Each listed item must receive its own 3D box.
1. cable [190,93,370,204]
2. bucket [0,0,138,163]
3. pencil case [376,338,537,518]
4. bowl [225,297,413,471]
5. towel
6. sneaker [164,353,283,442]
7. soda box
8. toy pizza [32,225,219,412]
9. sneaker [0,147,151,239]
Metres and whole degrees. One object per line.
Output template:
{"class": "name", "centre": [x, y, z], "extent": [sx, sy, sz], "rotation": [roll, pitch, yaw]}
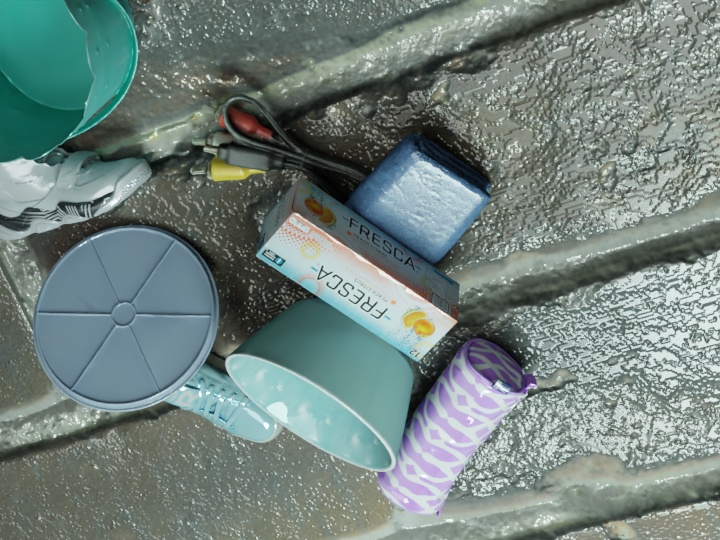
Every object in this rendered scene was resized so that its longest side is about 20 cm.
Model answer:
{"class": "cable", "centre": [-0.071, -0.119, 1.699], "extent": [0.198, 0.050, 0.098], "rotation": [13, 109, -1]}
{"class": "bucket", "centre": [-0.324, -0.220, 1.674], "extent": [0.205, 0.135, 0.210], "rotation": [7, 115, 16]}
{"class": "pencil case", "centre": [0.095, 0.160, 1.734], "extent": [0.085, 0.084, 0.201], "rotation": [24, 122, -19]}
{"class": "bowl", "centre": [-0.025, 0.101, 1.704], "extent": [0.199, 0.106, 0.201], "rotation": [30, 161, 11]}
{"class": "towel", "centre": [0.032, -0.041, 1.673], "extent": [0.111, 0.049, 0.200], "rotation": [32, 123, -17]}
{"class": "sneaker", "centre": [-0.176, 0.128, 1.805], "extent": [0.199, 0.082, 0.074], "rotation": [33, 120, 3]}
{"class": "soda box", "centre": [0.000, 0.000, 1.637], "extent": [0.199, 0.064, 0.068], "rotation": [34, 122, -17]}
{"class": "toy pizza", "centre": [-0.241, 0.050, 1.767], "extent": [0.197, 0.032, 0.203], "rotation": [-3, 70, 7]}
{"class": "sneaker", "centre": [-0.316, -0.108, 1.753], "extent": [0.198, 0.075, 0.116], "rotation": [-15, 110, 27]}
